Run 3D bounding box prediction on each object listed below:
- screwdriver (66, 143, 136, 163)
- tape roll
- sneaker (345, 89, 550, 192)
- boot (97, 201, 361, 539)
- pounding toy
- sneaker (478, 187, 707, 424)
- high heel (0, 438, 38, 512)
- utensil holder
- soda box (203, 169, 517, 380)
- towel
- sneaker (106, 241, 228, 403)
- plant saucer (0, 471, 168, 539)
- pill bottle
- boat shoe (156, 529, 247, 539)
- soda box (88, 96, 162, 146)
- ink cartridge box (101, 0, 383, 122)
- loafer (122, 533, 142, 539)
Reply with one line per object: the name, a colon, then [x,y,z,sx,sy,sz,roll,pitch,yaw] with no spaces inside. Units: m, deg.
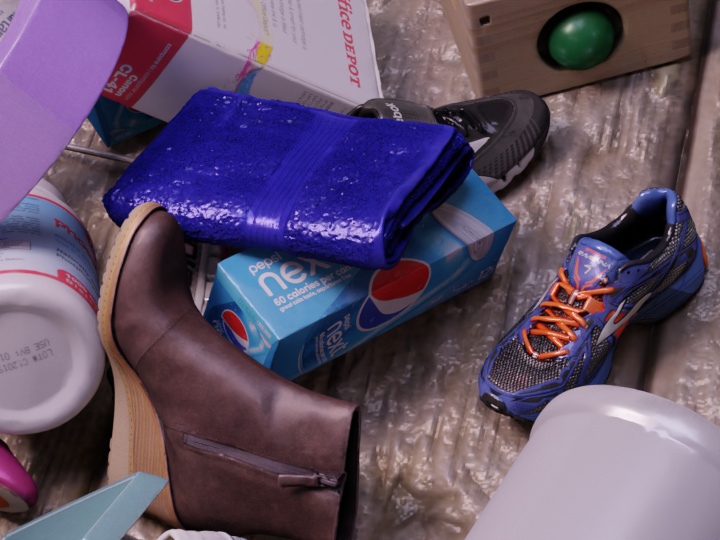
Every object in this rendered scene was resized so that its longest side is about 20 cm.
screwdriver: [-0.141,-0.075,1.805,0.199,0.029,0.028,16,52,17]
tape roll: [-0.234,-0.107,1.644,0.200,0.066,0.200,-41,25,24]
sneaker: [0.037,-0.081,1.737,0.199,0.091,0.067,-23,55,-10]
boot: [-0.073,0.065,1.568,0.166,0.201,0.072,9,16,25]
pounding toy: [0.150,-0.220,1.811,0.183,0.143,0.201,-15,47,-3]
sneaker: [0.141,0.017,1.639,0.075,0.079,0.200,26,57,31]
high heel: [-0.251,0.079,1.658,0.200,0.068,0.096,29,69,35]
utensil holder: [0.123,0.190,1.424,0.169,0.170,0.200,21,56,27]
soda box: [0.000,0.000,1.652,0.199,0.064,0.068,-27,64,-31]
towel: [-0.044,-0.062,1.632,0.199,0.050,0.148,8,31,23]
sneaker: [-0.129,0.014,1.694,0.087,0.074,0.201,-3,52,0]
plant saucer: [-0.180,0.160,1.516,0.019,0.200,0.070,46,56,-10]
pill bottle: [-0.220,0.013,1.664,0.108,0.109,0.200,-13,27,-2]
boat shoe: [-0.147,0.210,1.443,0.202,0.086,0.075,-42,45,28]
soda box: [-0.199,-0.181,1.884,0.068,0.064,0.200,-26,48,-13]
ink cartridge box: [-0.094,-0.164,1.772,0.199,0.086,0.148,24,39,-29]
loafer: [-0.091,0.205,1.524,0.200,0.075,0.070,29,44,29]
